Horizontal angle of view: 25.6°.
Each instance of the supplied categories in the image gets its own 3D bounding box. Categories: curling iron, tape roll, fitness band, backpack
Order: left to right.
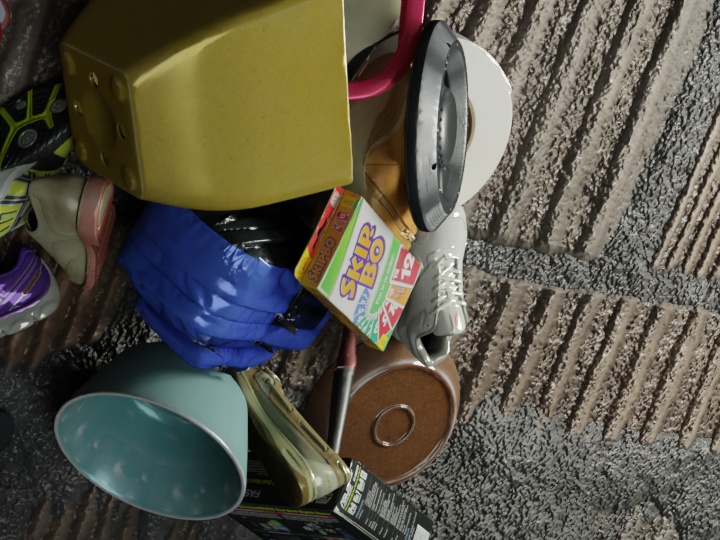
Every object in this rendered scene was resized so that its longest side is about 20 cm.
[{"bbox_3d":[-0.127,0.008,1.486,0.169,0.162,0.200,-58,154,8],"label":"backpack"},{"bbox_3d":[-0.016,0.095,1.648,0.025,0.050,0.202,11,70,0],"label":"curling iron"},{"bbox_3d":[-0.012,-0.259,1.483,0.142,0.037,0.202,2,93,-7],"label":"fitness band"},{"bbox_3d":[0.063,-0.148,1.628,0.201,0.037,0.204,-12,120,-22],"label":"tape roll"}]

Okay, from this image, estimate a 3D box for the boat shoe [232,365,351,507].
[{"bbox_3d":[-0.082,0.153,1.607,0.063,0.201,0.074,-18,134,-23],"label":"boat shoe"}]

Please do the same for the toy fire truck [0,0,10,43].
[{"bbox_3d":[-0.395,-0.224,1.309,0.199,0.112,0.169,-25,100,-16],"label":"toy fire truck"}]

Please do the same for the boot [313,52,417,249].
[{"bbox_3d":[0.025,-0.101,1.567,0.144,0.070,0.203,26,85,-61],"label":"boot"}]

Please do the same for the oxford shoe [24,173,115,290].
[{"bbox_3d":[-0.266,-0.041,1.451,0.073,0.071,0.200,14,155,-3],"label":"oxford shoe"}]

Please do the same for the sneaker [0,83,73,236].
[{"bbox_3d":[-0.312,-0.090,1.442,0.200,0.076,0.076,-41,143,3],"label":"sneaker"}]

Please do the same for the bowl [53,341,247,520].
[{"bbox_3d":[-0.190,0.146,1.568,0.201,0.199,0.105,58,40,-36],"label":"bowl"}]

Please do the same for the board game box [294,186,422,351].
[{"bbox_3d":[0.000,0.000,1.496,0.096,0.030,0.200,-65,150,-11],"label":"board game box"}]

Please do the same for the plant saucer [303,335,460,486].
[{"bbox_3d":[0.031,0.168,1.778,0.199,0.034,0.202,-13,121,-23],"label":"plant saucer"}]

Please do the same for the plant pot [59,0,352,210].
[{"bbox_3d":[-0.145,-0.158,1.382,0.199,0.195,0.196,-25,126,-33],"label":"plant pot"}]

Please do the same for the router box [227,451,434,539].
[{"bbox_3d":[-0.044,0.254,1.682,0.150,0.199,0.063,41,59,-38],"label":"router box"}]

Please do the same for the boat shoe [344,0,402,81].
[{"bbox_3d":[-0.023,-0.221,1.530,0.073,0.063,0.202,33,89,-8],"label":"boat shoe"}]

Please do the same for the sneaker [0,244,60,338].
[{"bbox_3d":[-0.381,0.040,1.475,0.199,0.081,0.084,-30,106,-17],"label":"sneaker"}]

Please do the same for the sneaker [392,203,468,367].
[{"bbox_3d":[0.086,0.018,1.666,0.077,0.100,0.201,-13,135,-23],"label":"sneaker"}]

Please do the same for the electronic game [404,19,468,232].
[{"bbox_3d":[0.070,-0.137,1.514,0.041,0.200,0.201,3,120,13],"label":"electronic game"}]

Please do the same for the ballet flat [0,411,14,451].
[{"bbox_3d":[-0.422,0.191,1.521,0.199,0.073,0.074,-15,121,-22],"label":"ballet flat"}]
